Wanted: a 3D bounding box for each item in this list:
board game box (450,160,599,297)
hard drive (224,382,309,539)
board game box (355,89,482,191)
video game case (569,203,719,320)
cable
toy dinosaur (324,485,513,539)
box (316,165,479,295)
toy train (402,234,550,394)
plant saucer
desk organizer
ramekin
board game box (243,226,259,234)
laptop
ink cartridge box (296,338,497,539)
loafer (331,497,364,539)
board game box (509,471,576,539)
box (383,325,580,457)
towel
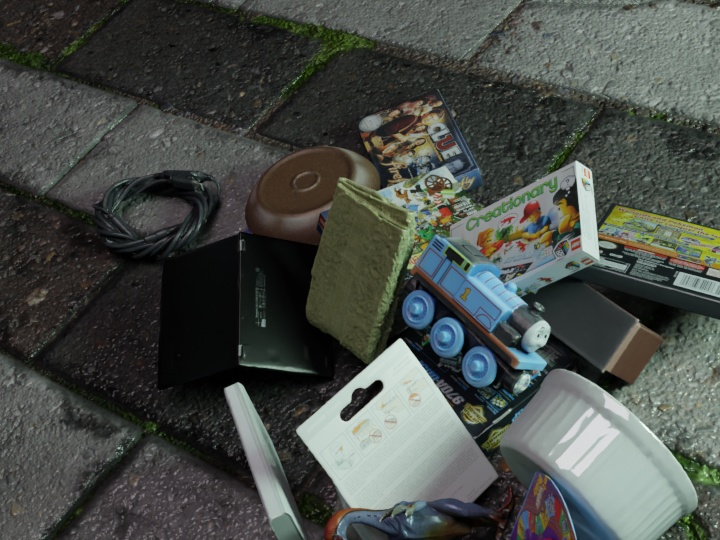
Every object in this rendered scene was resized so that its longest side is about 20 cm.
[{"bbox_3d":[0.190,-0.033,1.530,0.200,0.035,0.127,-28,48,37],"label":"board game box"},{"bbox_3d":[-0.100,0.238,1.456,0.026,0.132,0.200,-24,44,-3],"label":"hard drive"},{"bbox_3d":[0.081,-0.170,1.851,0.135,0.035,0.200,-21,44,0],"label":"board game box"},{"bbox_3d":[0.368,-0.012,1.524,0.199,0.026,0.181,16,32,20],"label":"video game case"},{"bbox_3d":[-0.311,-0.081,1.914,0.199,0.051,0.164,4,54,21],"label":"cable"},{"bbox_3d":[0.059,0.280,1.354,0.181,0.106,0.200,11,6,11],"label":"toy dinosaur"},{"bbox_3d":[0.063,-0.047,1.667,0.199,0.038,0.137,-22,61,-26],"label":"box"},{"bbox_3d":[0.133,0.051,1.474,0.200,0.087,0.115,43,111,32],"label":"toy train"},{"bbox_3d":[-0.072,-0.114,1.804,0.199,0.037,0.201,-12,42,11],"label":"plant saucer"},{"bbox_3d":[0.254,0.049,1.526,0.200,0.077,0.072,39,98,42],"label":"desk organizer"},{"bbox_3d":[0.236,0.206,1.318,0.098,0.201,0.200,-43,48,-11],"label":"ramekin"},{"bbox_3d":[-0.140,0.026,1.745,0.135,0.035,0.200,-30,45,-8],"label":"board game box"},{"bbox_3d":[-0.149,0.060,1.671,0.199,0.116,0.188,9,62,-21],"label":"laptop"},{"bbox_3d":[0.036,0.200,1.399,0.160,0.200,0.047,-40,13,-21],"label":"ink cartridge box"},{"bbox_3d":[0.030,0.225,1.473,0.070,0.070,0.201,31,59,-9],"label":"loafer"},{"bbox_3d":[0.160,0.295,1.252,0.039,0.201,0.158,-1,46,-13],"label":"board game box"},{"bbox_3d":[0.141,0.112,1.547,0.159,0.046,0.200,-36,46,-15],"label":"box"},{"bbox_3d":[0.000,0.000,1.564,0.036,0.201,0.148,-3,26,-40],"label":"towel"}]
